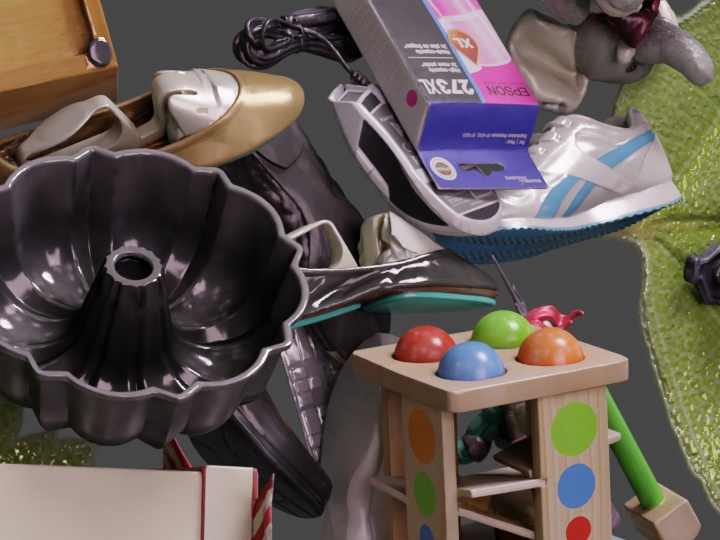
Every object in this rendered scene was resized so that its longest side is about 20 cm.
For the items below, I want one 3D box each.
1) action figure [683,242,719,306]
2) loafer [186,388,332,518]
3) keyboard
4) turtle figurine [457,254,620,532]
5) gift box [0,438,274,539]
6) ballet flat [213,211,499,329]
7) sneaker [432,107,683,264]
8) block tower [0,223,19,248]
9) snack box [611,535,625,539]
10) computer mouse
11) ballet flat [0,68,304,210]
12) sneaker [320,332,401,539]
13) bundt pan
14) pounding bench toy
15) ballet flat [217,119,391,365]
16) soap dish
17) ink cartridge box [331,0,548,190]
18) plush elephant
[{"bbox_3d":[0.342,0.014,1.701,0.200,0.105,0.194,-22,103,-28],"label":"action figure"},{"bbox_3d":[-0.081,0.070,1.471,0.200,0.073,0.072,49,59,-16],"label":"loafer"},{"bbox_3d":[-0.034,0.023,1.537,0.056,0.011,0.200,-17,91,-30],"label":"keyboard"},{"bbox_3d":[0.101,0.100,1.556,0.150,0.101,0.200,-29,105,-25],"label":"turtle figurine"},{"bbox_3d":[-0.149,0.179,1.351,0.186,0.184,0.200,6,86,-27],"label":"gift box"},{"bbox_3d":[0.000,0.000,1.470,0.200,0.068,0.069,-7,86,-33],"label":"ballet flat"},{"bbox_3d":[0.125,-0.057,1.609,0.200,0.076,0.081,-14,81,-36],"label":"sneaker"},{"bbox_3d":[-0.280,0.036,1.371,0.058,0.054,0.200,42,66,-17],"label":"block tower"},{"bbox_3d":[0.108,0.280,1.495,0.168,0.068,0.200,-12,111,-42],"label":"snack box"},{"bbox_3d":[0.010,-0.087,1.515,0.200,0.044,0.110,51,34,15],"label":"computer mouse"},{"bbox_3d":[-0.130,-0.084,1.426,0.200,0.069,0.063,-24,135,-6],"label":"ballet flat"},{"bbox_3d":[0.025,0.140,1.512,0.088,0.075,0.200,4,95,-23],"label":"sneaker"},{"bbox_3d":[-0.133,0.023,1.352,0.202,0.076,0.202,7,43,-6],"label":"bundt pan"},{"bbox_3d":[0.112,0.104,1.442,0.200,0.124,0.156,-9,103,-27],"label":"pounding bench toy"},{"bbox_3d":[-0.037,-0.028,1.518,0.066,0.057,0.200,-33,105,-29],"label":"ballet flat"},{"bbox_3d":[-0.247,-0.158,1.403,0.200,0.081,0.158,-16,91,-29],"label":"soap dish"},{"bbox_3d":[0.050,-0.136,1.534,0.095,0.037,0.200,-2,54,-38],"label":"ink cartridge box"},{"bbox_3d":[0.183,-0.185,1.617,0.165,0.200,0.155,-39,125,-27],"label":"plush elephant"}]
